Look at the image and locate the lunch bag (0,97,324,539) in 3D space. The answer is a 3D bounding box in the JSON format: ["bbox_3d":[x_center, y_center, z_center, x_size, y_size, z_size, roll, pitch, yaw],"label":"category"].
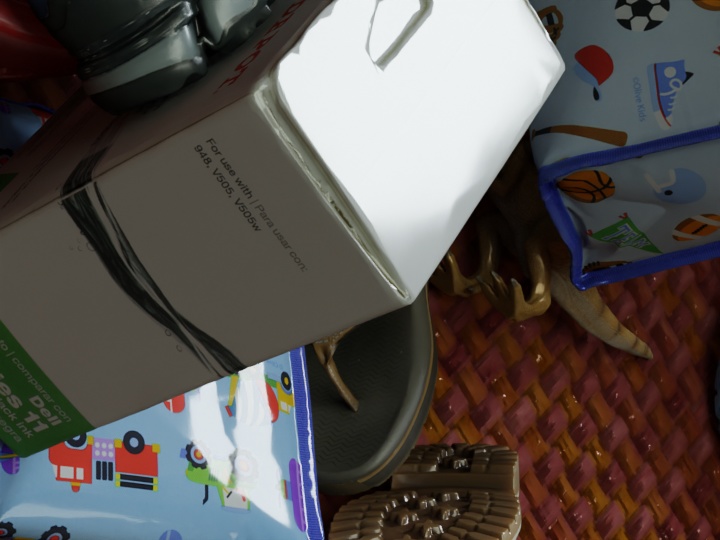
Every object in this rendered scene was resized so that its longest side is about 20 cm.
[{"bbox_3d":[-0.097,0.021,0.754,0.149,0.094,0.202,13,68,-32],"label":"lunch bag"}]

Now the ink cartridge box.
[{"bbox_3d":[-0.046,-0.032,0.632,0.083,0.199,0.147,52,43,-16],"label":"ink cartridge box"}]

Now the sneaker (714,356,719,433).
[{"bbox_3d":[0.252,0.029,0.987,0.070,0.083,0.201,16,102,-38],"label":"sneaker"}]

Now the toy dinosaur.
[{"bbox_3d":[0.090,-0.011,0.905,0.106,0.060,0.201,-41,109,-34],"label":"toy dinosaur"}]

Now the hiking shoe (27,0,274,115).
[{"bbox_3d":[-0.034,-0.143,0.586,0.087,0.074,0.200,49,62,-21],"label":"hiking shoe"}]

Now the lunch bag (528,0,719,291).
[{"bbox_3d":[0.173,-0.106,0.851,0.124,0.198,0.172,59,23,-57],"label":"lunch bag"}]

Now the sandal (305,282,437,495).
[{"bbox_3d":[0.000,0.000,0.818,0.055,0.081,0.202,44,56,-49],"label":"sandal"}]

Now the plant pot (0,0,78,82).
[{"bbox_3d":[-0.137,-0.161,0.670,0.199,0.182,0.203,4,82,-31],"label":"plant pot"}]

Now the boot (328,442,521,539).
[{"bbox_3d":[0.034,0.142,0.790,0.200,0.074,0.109,-17,109,-76],"label":"boot"}]
